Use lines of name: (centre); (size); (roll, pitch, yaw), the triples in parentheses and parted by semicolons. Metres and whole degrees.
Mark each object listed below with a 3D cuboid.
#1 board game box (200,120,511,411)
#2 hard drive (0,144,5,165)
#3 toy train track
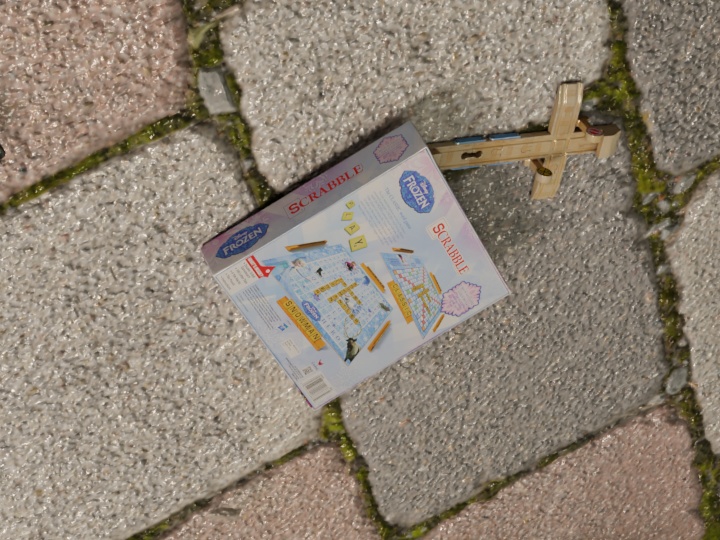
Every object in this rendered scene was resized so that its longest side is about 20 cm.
board game box: (0.000, 0.000, 1.726); (0.199, 0.041, 0.200); (-30, 136, 2)
hard drive: (-0.351, -0.107, 1.443); (0.140, 0.038, 0.200); (-36, 135, -1)
toy train track: (0.133, -0.096, 1.748); (0.200, 0.033, 0.115); (-7, 128, -25)
